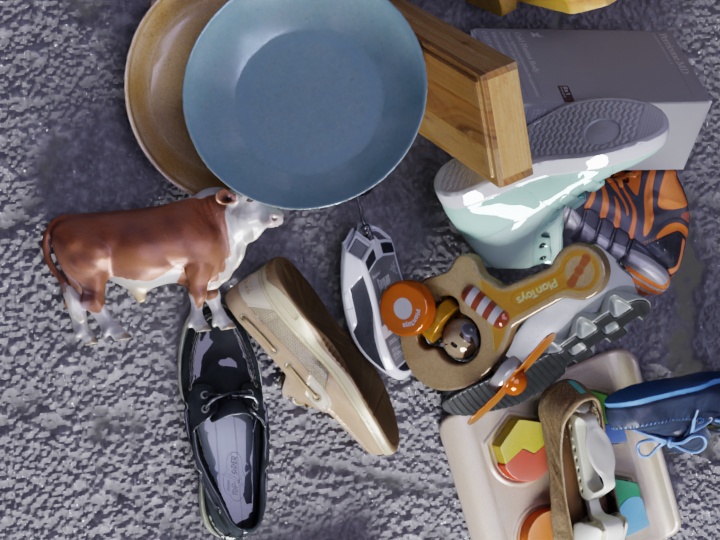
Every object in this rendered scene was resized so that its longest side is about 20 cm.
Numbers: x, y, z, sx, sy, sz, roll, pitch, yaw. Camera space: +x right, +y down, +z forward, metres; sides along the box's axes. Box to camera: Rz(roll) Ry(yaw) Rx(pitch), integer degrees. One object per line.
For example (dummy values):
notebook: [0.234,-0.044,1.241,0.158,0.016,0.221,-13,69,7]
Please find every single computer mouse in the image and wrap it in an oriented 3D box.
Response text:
computer mouse: [0.000,0.000,1.536,0.110,0.044,0.201,-34,112,-58]

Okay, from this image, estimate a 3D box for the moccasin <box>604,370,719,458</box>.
moccasin: [0.293,0.132,1.607,0.199,0.080,0.069,-4,93,-43]

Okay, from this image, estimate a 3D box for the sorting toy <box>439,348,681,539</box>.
sorting toy: [0.186,0.187,1.622,0.199,0.036,0.186,-19,98,-18]

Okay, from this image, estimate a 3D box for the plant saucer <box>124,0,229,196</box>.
plant saucer: [-0.103,-0.155,1.507,0.199,0.035,0.202,-2,96,-19]

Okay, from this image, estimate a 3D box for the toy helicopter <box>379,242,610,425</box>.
toy helicopter: [0.122,0.041,1.491,0.079,0.199,0.133,-6,71,-62]

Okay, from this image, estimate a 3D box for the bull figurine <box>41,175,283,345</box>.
bull figurine: [-0.157,-0.008,1.465,0.198,0.065,0.122,-6,88,1]

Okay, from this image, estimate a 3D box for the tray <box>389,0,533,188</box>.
tray: [0.070,-0.149,1.475,0.037,0.200,0.099,-23,121,-19]

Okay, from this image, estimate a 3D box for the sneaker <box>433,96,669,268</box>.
sneaker: [0.173,-0.069,1.510,0.199,0.074,0.118,-18,133,14]

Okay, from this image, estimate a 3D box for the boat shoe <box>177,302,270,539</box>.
boat shoe: [-0.110,0.128,1.500,0.074,0.066,0.201,-1,91,-18]

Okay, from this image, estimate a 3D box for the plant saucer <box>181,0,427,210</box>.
plant saucer: [-0.044,-0.142,1.462,0.199,0.039,0.203,-1,77,4]

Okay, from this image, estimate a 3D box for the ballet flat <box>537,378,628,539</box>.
ballet flat: [0.203,0.195,1.575,0.067,0.072,0.202,-9,94,-22]

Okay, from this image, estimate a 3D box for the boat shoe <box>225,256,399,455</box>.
boat shoe: [-0.038,0.081,1.531,0.064,0.071,0.201,-30,105,18]

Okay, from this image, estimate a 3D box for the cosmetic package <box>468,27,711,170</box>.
cosmetic package: [0.192,-0.149,1.570,0.198,0.107,0.091,-6,137,-19]

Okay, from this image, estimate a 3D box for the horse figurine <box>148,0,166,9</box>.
horse figurine: [-0.164,-0.313,1.480,0.132,0.050,0.201,-36,106,-8]

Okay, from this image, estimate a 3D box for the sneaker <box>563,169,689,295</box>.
sneaker: [0.208,-0.071,1.613,0.199,0.078,0.113,33,67,-13]

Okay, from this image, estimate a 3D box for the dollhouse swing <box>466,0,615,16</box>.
dollhouse swing: [0.183,-0.327,1.537,0.199,0.176,0.183,-30,101,-15]

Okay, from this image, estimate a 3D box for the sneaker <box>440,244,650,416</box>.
sneaker: [0.148,0.051,1.571,0.199,0.074,0.089,-32,61,4]
